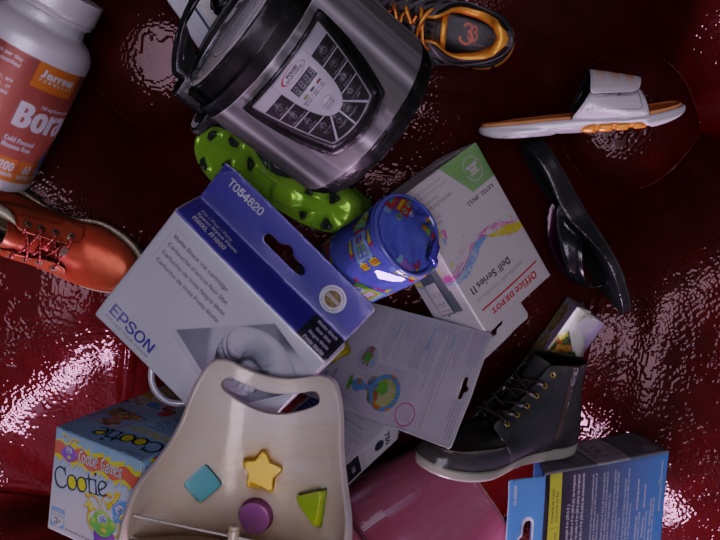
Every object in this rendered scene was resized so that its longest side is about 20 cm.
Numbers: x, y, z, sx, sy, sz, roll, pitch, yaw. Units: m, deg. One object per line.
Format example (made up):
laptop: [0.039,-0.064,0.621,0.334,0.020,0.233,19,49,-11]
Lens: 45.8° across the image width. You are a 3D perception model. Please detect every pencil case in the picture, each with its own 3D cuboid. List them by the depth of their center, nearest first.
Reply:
pencil case: [0.000,0.000,0.824,0.087,0.200,0.078,29,58,-18]

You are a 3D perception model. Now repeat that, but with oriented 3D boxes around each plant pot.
plant pot: [0.050,0.280,0.894,0.179,0.200,0.201,-36,99,-9]

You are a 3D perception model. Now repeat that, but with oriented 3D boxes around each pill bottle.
pill bottle: [-0.336,-0.188,0.833,0.112,0.112,0.201,30,100,-5]

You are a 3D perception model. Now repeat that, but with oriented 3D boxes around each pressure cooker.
pressure cooker: [-0.061,-0.184,0.751,0.200,0.178,0.177,36,56,-24]

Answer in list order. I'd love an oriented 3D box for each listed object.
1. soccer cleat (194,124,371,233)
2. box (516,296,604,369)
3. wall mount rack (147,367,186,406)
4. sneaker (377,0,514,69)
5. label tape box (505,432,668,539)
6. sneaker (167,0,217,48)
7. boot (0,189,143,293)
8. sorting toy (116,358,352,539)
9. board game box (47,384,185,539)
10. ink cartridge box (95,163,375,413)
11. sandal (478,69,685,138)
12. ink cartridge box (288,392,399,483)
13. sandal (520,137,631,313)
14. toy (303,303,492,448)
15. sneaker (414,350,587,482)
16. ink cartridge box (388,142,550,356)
soccer cleat: [-0.082,-0.093,0.876,0.199,0.081,0.068,28,107,17]
box: [0.189,0.123,0.927,0.039,0.041,0.201,31,101,-8]
wall mount rack: [-0.134,0.052,0.890,0.173,0.075,0.201,20,87,0]
sneaker: [0.057,-0.238,0.838,0.198,0.077,0.079,2,103,1]
label tape box: [0.227,0.262,0.909,0.199,0.066,0.144,-4,103,-20]
sneaker: [-0.132,-0.247,0.839,0.071,0.073,0.200,-35,99,10]
boot: [-0.319,-0.025,0.870,0.199,0.107,0.075,24,99,-6]
sorting toy: [-0.090,0.175,0.751,0.198,0.107,0.181,9,86,8]
board game box: [-0.198,0.190,0.850,0.104,0.200,0.104,14,102,23]
ink cartridge box: [-0.121,0.039,0.795,0.200,0.041,0.200,44,111,2]
sandal: [0.220,-0.169,0.849,0.205,0.079,0.060,-5,104,3]
ink cartridge box: [-0.037,0.176,0.879,0.200,0.099,0.039,-38,136,-26]
sandal: [0.212,-0.039,0.880,0.048,0.075,0.201,-31,90,0]
toy: [0.038,0.101,0.869,0.199,0.047,0.116,14,76,36]
sneaker: [0.141,0.138,0.849,0.199,0.075,0.107,-5,109,-33]
ink cartridge box: [0.113,-0.011,0.860,0.117,0.067,0.201,-38,102,-32]
